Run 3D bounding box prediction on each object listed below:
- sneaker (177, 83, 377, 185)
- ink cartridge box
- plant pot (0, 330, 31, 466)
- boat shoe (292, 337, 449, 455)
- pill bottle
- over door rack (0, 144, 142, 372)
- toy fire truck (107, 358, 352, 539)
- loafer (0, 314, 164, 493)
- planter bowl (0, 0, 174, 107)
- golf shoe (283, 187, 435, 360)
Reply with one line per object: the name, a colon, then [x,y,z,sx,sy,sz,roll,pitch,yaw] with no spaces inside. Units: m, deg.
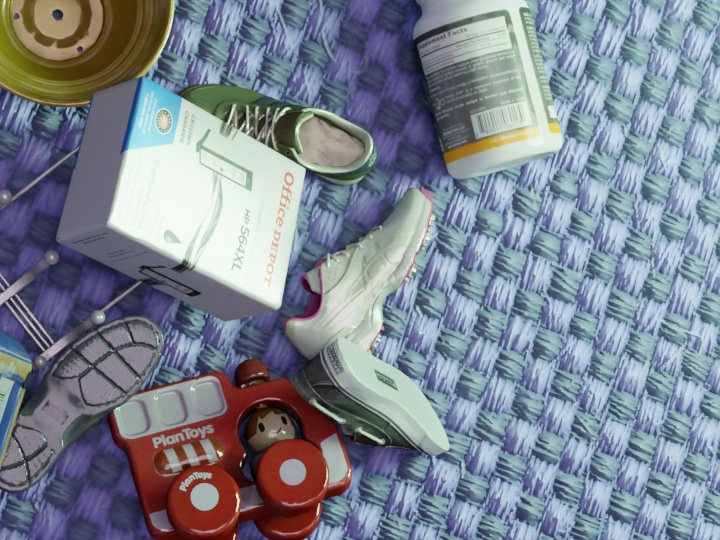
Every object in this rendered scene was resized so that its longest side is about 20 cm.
sneaker: [-0.075,-0.133,1.666,0.199,0.090,0.068,17,82,-12]
ink cartridge box: [-0.154,-0.060,1.590,0.199,0.084,0.147,27,63,-37]
plant pot: [-0.388,0.111,1.489,0.178,0.200,0.202,16,82,5]
boat shoe: [0.010,0.125,1.651,0.063,0.071,0.200,-34,137,17]
pill bottle: [0.115,-0.197,1.708,0.115,0.116,0.202,-14,88,-15]
over door rack: [-0.260,-0.026,1.623,0.200,0.067,0.148,-39,96,-14]
toy fire truck: [-0.116,0.166,1.628,0.199,0.112,0.169,-15,68,-12]
loafer: [-0.259,0.116,1.606,0.072,0.063,0.200,45,80,-5]
planter bowl: [-0.273,-0.241,1.630,0.199,0.083,0.202,1,84,-13]
golf shoe: [0.000,0.000,1.684,0.091,0.075,0.201,30,78,-6]
